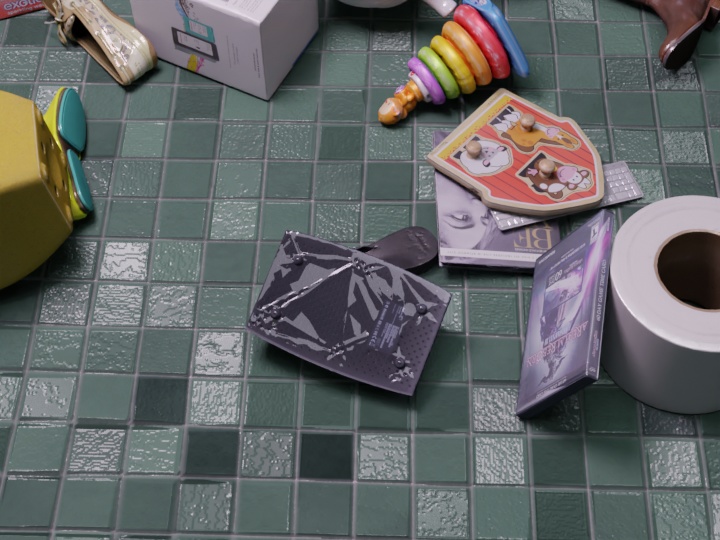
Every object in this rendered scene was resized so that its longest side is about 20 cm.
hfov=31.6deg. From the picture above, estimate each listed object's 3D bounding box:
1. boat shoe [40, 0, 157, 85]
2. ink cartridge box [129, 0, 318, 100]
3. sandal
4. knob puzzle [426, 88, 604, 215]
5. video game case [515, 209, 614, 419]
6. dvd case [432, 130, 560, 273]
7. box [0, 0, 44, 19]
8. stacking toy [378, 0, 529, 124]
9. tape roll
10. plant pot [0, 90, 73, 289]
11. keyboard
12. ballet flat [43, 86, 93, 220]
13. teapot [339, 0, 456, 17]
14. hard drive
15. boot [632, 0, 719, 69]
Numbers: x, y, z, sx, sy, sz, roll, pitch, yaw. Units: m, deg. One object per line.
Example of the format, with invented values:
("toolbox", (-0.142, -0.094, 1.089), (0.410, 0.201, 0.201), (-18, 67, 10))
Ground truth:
("boat shoe", (-0.358, -0.319, 1.681), (0.200, 0.073, 0.063), (35, 66, 19))
("ink cartridge box", (-0.176, -0.349, 1.655), (0.200, 0.146, 0.147), (23, 60, 15))
("sandal", (0.000, -0.001, 1.479), (0.200, 0.043, 0.076), (-32, 61, -19))
("knob puzzle", (0.210, -0.140, 1.548), (0.219, 0.030, 0.220), (4, 48, -5))
("video game case", (0.221, 0.048, 1.378), (0.019, 0.143, 0.200), (21, 60, -16))
("dvd case", (0.164, -0.085, 1.538), (0.148, 0.016, 0.200), (4, 56, -7))
("box", (-0.470, -0.418, 1.733), (0.200, 0.103, 0.095), (-17, 57, -11))
("stacking toy", (0.103, -0.253, 1.624), (0.200, 0.110, 0.116), (-35, 29, -1))
("tape roll", (0.362, 0.037, 1.391), (0.202, 0.139, 0.203), (-1, 56, 1))
("plant pot", (-0.439, -0.095, 1.440), (0.200, 0.196, 0.195), (-15, 57, 1))
("keyboard", (0.246, -0.091, 1.539), (0.200, 0.011, 0.056), (-14, 55, -19))
("ballet flat", (-0.375, -0.142, 1.572), (0.067, 0.067, 0.200), (-20, 57, 9))
("teapot", (0.028, -0.423, 1.692), (0.197, 0.146, 0.200), (-10, 58, 33))
("hard drive", (-0.012, 0.048, 1.414), (0.200, 0.042, 0.135), (21, 82, 5))
("boot", (0.371, -0.362, 1.706), (0.200, 0.064, 0.186), (32, 49, 17))
